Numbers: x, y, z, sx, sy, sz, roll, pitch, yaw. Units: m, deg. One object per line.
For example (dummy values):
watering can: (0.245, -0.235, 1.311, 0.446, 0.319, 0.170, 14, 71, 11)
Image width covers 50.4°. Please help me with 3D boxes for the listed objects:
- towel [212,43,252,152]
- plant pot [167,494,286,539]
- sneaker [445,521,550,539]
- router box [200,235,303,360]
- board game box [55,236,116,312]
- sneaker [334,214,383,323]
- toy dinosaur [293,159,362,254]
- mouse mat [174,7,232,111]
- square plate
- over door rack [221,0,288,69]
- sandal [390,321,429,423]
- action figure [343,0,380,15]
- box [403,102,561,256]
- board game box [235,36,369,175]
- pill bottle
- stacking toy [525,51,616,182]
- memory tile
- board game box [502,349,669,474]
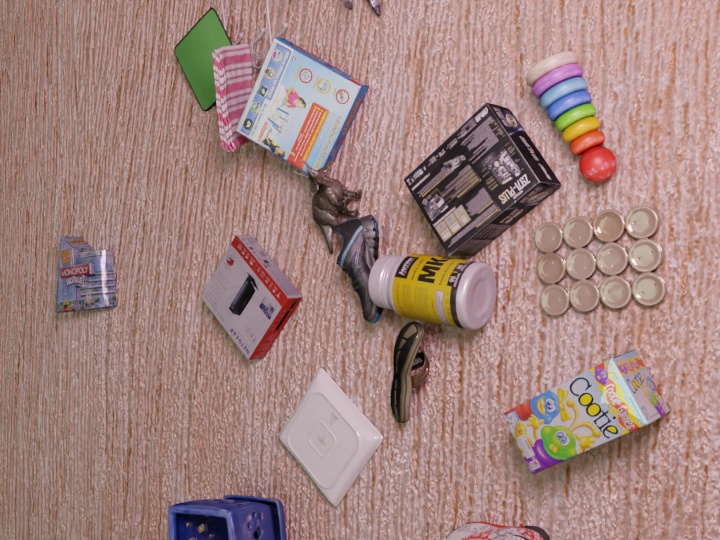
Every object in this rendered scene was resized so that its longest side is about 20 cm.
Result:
towel: (-0.245, -0.349, 1.537, 0.030, 0.146, 0.201, 4, 112, 15)
plant pot: (-0.260, 0.565, 1.572, 0.200, 0.180, 0.201, -9, 85, 38)
sneaker: (0.201, 0.460, 1.256, 0.201, 0.108, 0.067, -17, 81, 37)
router box: (-0.233, 0.056, 1.621, 0.200, 0.049, 0.180, 47, 117, 27)
board game box: (-0.724, 0.004, 1.994, 0.200, 0.062, 0.201, -7, 87, 38)
sneaker: (0.000, 0.000, 1.412, 0.082, 0.073, 0.201, -7, 77, 7)
toy dinosaur: (-0.057, -0.126, 1.465, 0.102, 0.077, 0.200, 24, 140, 23)
mouse mat: (-0.330, -0.453, 1.659, 0.200, 0.008, 0.161, -22, 95, 48)
square plate: (-0.070, 0.331, 1.514, 0.200, 0.028, 0.198, 44, 117, 28)
over door rack: (-0.226, -0.520, 1.581, 0.147, 0.067, 0.201, 2, 113, 38)
sandal: (0.092, 0.180, 1.369, 0.080, 0.057, 0.202, -112, 25, -61)
action figure: (-0.032, -0.561, 1.421, 0.200, 0.105, 0.194, -28, 67, 9)
box: (0.196, -0.145, 1.259, 0.200, 0.086, 0.164, -42, 67, 31)
board game box: (-0.114, -0.311, 1.472, 0.196, 0.056, 0.200, 32, 111, 9)
pill bottle: (0.120, 0.031, 1.305, 0.200, 0.114, 0.115, 8, 96, 37)
stacking toy: (0.327, -0.226, 1.165, 0.085, 0.085, 0.201, -27, 80, 35)
memory tile: (0.364, -0.014, 1.176, 0.200, 0.017, 0.154, -9, 85, 38)
board game box: (0.336, 0.213, 1.148, 0.200, 0.105, 0.103, -37, 70, 33)
